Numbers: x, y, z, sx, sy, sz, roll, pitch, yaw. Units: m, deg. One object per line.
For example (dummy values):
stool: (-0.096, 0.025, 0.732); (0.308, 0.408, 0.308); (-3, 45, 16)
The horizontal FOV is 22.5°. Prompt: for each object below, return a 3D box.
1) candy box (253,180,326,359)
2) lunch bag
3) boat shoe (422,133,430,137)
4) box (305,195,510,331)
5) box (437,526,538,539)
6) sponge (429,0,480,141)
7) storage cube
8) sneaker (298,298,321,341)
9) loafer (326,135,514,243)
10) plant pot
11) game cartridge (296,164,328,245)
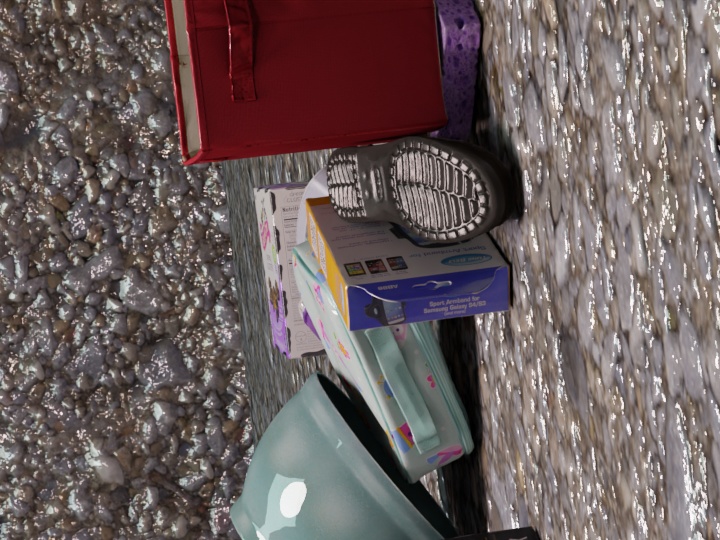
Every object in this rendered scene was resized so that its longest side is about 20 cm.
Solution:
candy box: (-0.074, -0.005, 2.161); (0.168, 0.071, 0.201); (-163, 66, -80)
lunch bag: (0.022, 0.067, 1.461); (0.201, 0.077, 0.160); (65, 172, -21)
boat shoe: (-0.012, -0.141, 1.490); (0.072, 0.072, 0.200); (-52, 54, 26)
box: (0.033, -0.009, 1.327); (0.200, 0.118, 0.042); (-114, 19, -63)
box: (0.066, 0.262, 1.208); (0.200, 0.157, 0.050); (-111, 17, -54)
sponge: (0.050, -0.198, 1.361); (0.112, 0.030, 0.201); (92, 167, -45)
storage cube: (-0.046, -0.173, 1.326); (0.200, 0.179, 0.172); (179, 85, -79)
sneaker: (-0.010, 0.047, 1.799); (0.200, 0.080, 0.089); (108, 146, -68)
loafer: (0.051, -0.067, 1.292); (0.200, 0.071, 0.073); (15, 113, 56)
plant pot: (-0.024, 0.203, 1.514); (0.201, 0.134, 0.200); (50, -177, -3)
game cartridge: (0.000, 0.000, 1.595); (0.133, 0.041, 0.201); (41, 151, 27)
